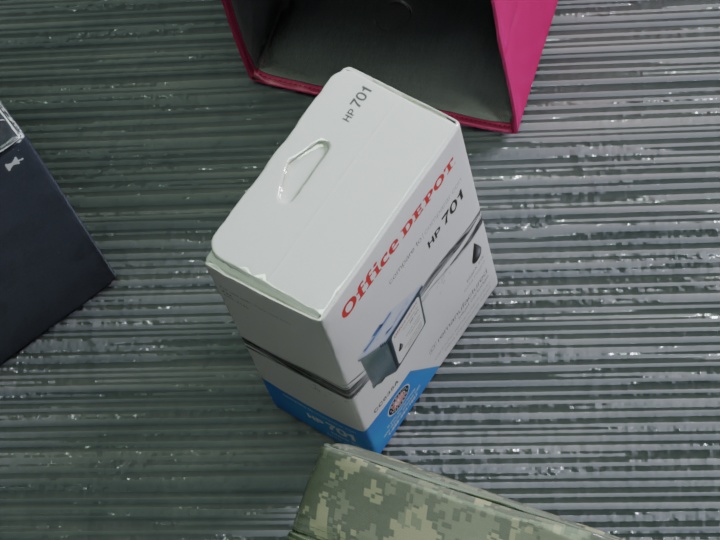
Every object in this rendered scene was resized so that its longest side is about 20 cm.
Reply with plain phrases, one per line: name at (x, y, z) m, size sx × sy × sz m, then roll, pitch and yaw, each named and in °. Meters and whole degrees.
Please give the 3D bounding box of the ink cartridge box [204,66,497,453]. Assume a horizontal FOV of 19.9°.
ink cartridge box at (0.000, 0.000, 1.206) m, size 0.086 × 0.200 × 0.147 m, roll 29°, pitch 72°, yaw 21°

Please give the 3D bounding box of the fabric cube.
fabric cube at (0.030, -0.237, 1.319) m, size 0.195 × 0.200 × 0.200 m, roll 14°, pitch 66°, yaw 17°

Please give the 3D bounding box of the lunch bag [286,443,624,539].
lunch bag at (0.048, 0.205, 1.140) m, size 0.199 × 0.139 × 0.168 m, roll 17°, pitch 84°, yaw 17°

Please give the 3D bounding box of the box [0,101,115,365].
box at (-0.275, -0.068, 1.285) m, size 0.124 × 0.200 × 0.197 m, roll -38°, pitch 64°, yaw -8°
